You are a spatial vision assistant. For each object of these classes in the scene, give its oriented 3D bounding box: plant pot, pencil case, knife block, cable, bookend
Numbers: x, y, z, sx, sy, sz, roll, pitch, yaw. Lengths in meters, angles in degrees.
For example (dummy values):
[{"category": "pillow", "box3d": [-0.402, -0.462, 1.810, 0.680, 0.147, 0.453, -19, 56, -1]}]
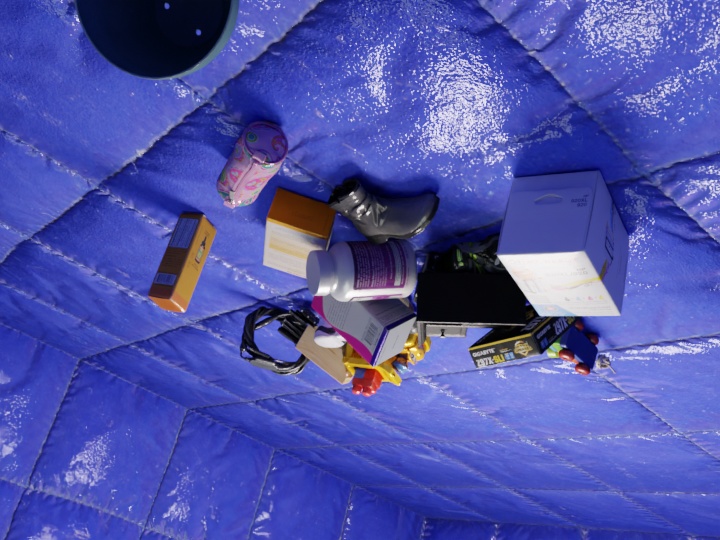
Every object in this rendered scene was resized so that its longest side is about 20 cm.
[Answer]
[{"category": "plant pot", "box3d": [-0.233, -0.337, 0.961, 0.195, 0.205, 0.135, 14, -170, 5]}, {"category": "pencil case", "box3d": [-0.190, -0.178, 1.335, 0.086, 0.089, 0.200, 24, 153, -17]}, {"category": "knife block", "box3d": [-0.118, 0.189, 1.904, 0.172, 0.205, 0.064, -12, 174, 15]}, {"category": "cable", "box3d": [-0.207, 0.179, 1.964, 0.196, 0.167, 0.051, 15, 150, -15]}, {"category": "bookend", "box3d": [0.203, 0.079, 1.463, 0.193, 0.094, 0.200, 1, 163, 5]}]

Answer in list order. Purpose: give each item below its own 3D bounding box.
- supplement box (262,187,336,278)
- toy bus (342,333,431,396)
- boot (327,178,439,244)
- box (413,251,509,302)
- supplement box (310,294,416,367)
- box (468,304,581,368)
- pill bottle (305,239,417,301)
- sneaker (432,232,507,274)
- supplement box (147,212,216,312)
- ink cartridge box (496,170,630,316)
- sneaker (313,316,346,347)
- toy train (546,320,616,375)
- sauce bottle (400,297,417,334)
[{"category": "supplement box", "box3d": [-0.122, -0.067, 1.525, 0.123, 0.075, 0.201, 18, 153, -1]}, {"category": "toy bus", "box3d": [0.055, 0.212, 1.838, 0.195, 0.196, 0.136, 3, 150, 23]}, {"category": "boot", "box3d": [0.034, -0.113, 1.354, 0.131, 0.071, 0.198, 37, 143, -27]}, {"category": "box", "box3d": [0.215, 0.040, 1.567, 0.195, 0.047, 0.160, 16, 154, 1]}, {"category": "supplement box", "box3d": [0.004, 0.082, 1.577, 0.199, 0.102, 0.103, 41, 129, 26]}, {"category": "box", "box3d": [0.323, 0.113, 1.481, 0.158, 0.198, 0.050, -20, 97, 48]}, {"category": "pill bottle", "box3d": [0.000, 0.000, 1.463, 0.195, 0.115, 0.112, -2, 162, -23]}, {"category": "sneaker", "box3d": [0.209, -0.021, 1.398, 0.081, 0.073, 0.198, -11, 177, -39]}, {"category": "supplement box", "box3d": [-0.373, -0.019, 1.625, 0.067, 0.204, 0.067, 8, 155, 24]}, {"category": "ink cartridge box", "box3d": [0.327, -0.038, 1.229, 0.145, 0.147, 0.200, -2, 148, 35]}, {"category": "sneaker", "box3d": [-0.011, 0.109, 1.774, 0.195, 0.117, 0.075, -7, 149, 16]}, {"category": "toy train", "box3d": [0.455, 0.178, 1.665, 0.114, 0.086, 0.199, 3, 153, 49]}, {"category": "sauce bottle", "box3d": [0.077, 0.079, 1.705, 0.065, 0.067, 0.200, -1, 148, 32]}]
